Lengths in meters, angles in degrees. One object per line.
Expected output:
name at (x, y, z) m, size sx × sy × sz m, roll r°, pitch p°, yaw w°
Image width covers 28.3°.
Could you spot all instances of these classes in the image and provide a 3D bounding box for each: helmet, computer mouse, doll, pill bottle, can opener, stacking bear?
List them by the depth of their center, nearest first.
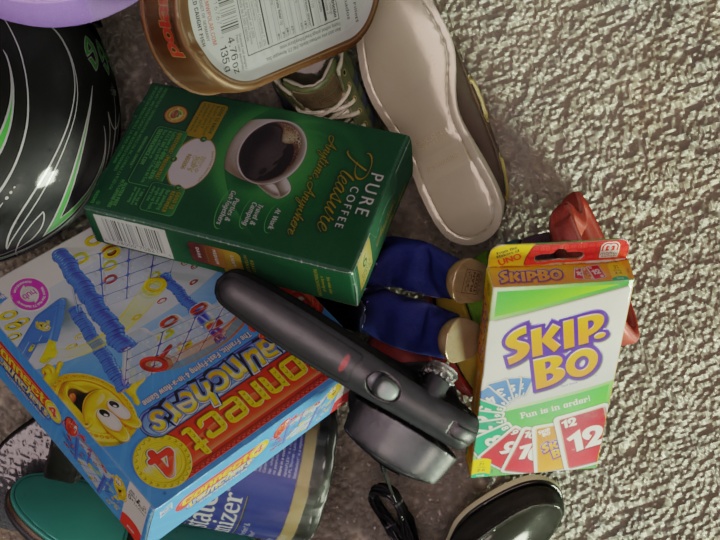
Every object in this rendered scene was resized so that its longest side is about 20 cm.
can opener at (-0.009, 0.060, 0.923) m, size 0.199 × 0.063 × 0.079 m, roll 36°, pitch 85°, yaw -8°
helmet at (-0.265, -0.100, 0.988) m, size 0.197 × 0.200 × 0.194 m, roll -5°, pitch 93°, yaw 4°
doll at (0.000, 0.000, 1.010) m, size 0.198 × 0.048 × 0.139 m, roll 15°, pitch 101°, yaw 39°
stacking bear at (0.089, 0.041, 1.031) m, size 0.198 × 0.121 × 0.115 m, roll -26°, pitch 92°, yaw 17°
pill bottle at (-0.123, 0.126, 1.034) m, size 0.197 × 0.112 × 0.114 m, roll 13°, pitch 100°, yaw -10°
computer mouse at (0.027, 0.141, 1.039) m, size 0.034 × 0.202 × 0.058 m, roll -39°, pitch 53°, yaw -25°

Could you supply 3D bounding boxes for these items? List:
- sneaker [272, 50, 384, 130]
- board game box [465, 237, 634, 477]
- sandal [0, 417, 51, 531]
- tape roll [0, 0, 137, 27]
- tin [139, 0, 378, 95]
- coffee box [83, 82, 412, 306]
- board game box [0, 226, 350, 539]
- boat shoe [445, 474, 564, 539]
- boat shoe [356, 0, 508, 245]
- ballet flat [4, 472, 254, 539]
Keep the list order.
sneaker at (-0.030, -0.122, 1.016) m, size 0.066 × 0.090 × 0.203 m, roll -23°, pitch 98°, yaw 6°
board game box at (0.126, 0.063, 0.964) m, size 0.094 × 0.030 × 0.202 m, roll -4°, pitch 129°, yaw -6°
sandal at (-0.215, 0.118, 1.097) m, size 0.076 × 0.043 × 0.201 m, roll 41°, pitch 90°, yaw -11°
tape roll at (-0.197, -0.258, 0.890) m, size 0.197 × 0.066 × 0.204 m, roll 1°, pitch 85°, yaw -7°
tin at (-0.057, -0.179, 0.903) m, size 0.041 × 0.199 × 0.114 m, roll 10°, pitch 118°, yaw 37°
coffee box at (-0.074, -0.054, 0.969) m, size 0.197 × 0.044 × 0.124 m, roll 12°, pitch 56°, yaw 15°
board game box at (-0.130, 0.053, 0.976) m, size 0.196 × 0.199 × 0.056 m, roll 45°, pitch 144°, yaw 17°
boat shoe at (0.080, 0.236, 1.073) m, size 0.201 × 0.063 × 0.074 m, roll -43°, pitch 118°, yaw 10°
boat shoe at (0.054, -0.119, 1.028) m, size 0.071 × 0.060 × 0.202 m, roll -21°, pitch 96°, yaw 20°
ballet flat at (-0.170, 0.209, 1.062) m, size 0.197 × 0.073 × 0.074 m, roll 16°, pitch 100°, yaw -1°
